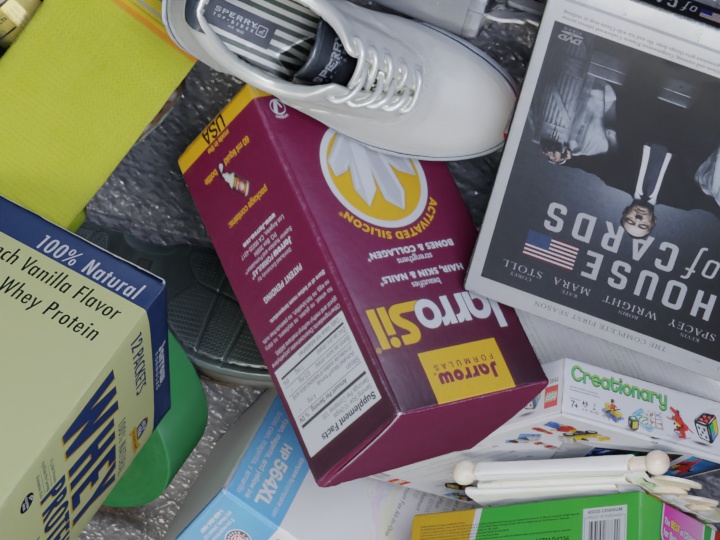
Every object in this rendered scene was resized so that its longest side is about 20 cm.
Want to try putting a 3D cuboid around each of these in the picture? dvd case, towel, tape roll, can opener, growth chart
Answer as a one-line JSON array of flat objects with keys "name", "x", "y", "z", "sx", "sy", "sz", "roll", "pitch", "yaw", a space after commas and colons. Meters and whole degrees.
[{"name": "dvd case", "x": 0.143, "y": -0.046, "z": 1.390, "sx": 0.149, "sy": 0.025, "sz": 0.201, "roll": 20, "pitch": 128, "yaw": 6}, {"name": "towel", "x": -0.137, "y": -0.117, "z": 1.506, "sx": 0.086, "sy": 0.018, "sz": 0.200, "roll": 37, "pitch": 99, "yaw": -9}, {"name": "tape roll", "x": -0.186, "y": 0.057, "z": 1.679, "sx": 0.199, "sy": 0.048, "sz": 0.201, "roll": 24, "pitch": 147, "yaw": 17}, {"name": "can opener", "x": 0.059, "y": -0.156, "z": 1.441, "sx": 0.199, "sy": 0.053, "sz": 0.067, "roll": 22, "pitch": 108, "yaw": 8}, {"name": "growth chart", "x": 0.135, "y": 0.134, "z": 1.594, "sx": 0.144, "sy": 0.018, "sz": 0.200, "roll": -3, "pitch": 162, "yaw": 17}]

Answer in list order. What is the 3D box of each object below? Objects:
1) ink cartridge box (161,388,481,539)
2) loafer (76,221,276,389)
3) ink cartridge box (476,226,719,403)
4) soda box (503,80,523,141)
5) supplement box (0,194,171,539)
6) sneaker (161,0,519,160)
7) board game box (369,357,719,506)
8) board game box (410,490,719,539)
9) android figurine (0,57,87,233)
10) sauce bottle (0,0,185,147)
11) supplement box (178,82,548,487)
[{"name": "ink cartridge box", "x": -0.007, "y": 0.177, "z": 1.716, "sx": 0.199, "sy": 0.126, "sz": 0.129, "roll": 36, "pitch": 136, "yaw": -6}, {"name": "loafer", "x": -0.111, "y": 0.024, "z": 1.683, "sx": 0.199, "sy": 0.072, "sz": 0.063, "roll": 21, "pitch": 156, "yaw": 19}, {"name": "ink cartridge box", "x": 0.131, "y": 0.014, "z": 1.553, "sx": 0.199, "sy": 0.048, "sz": 0.146, "roll": -6, "pitch": 126, "yaw": 36}, {"name": "soda box", "x": 0.177, "y": -0.063, "z": 1.428, "sx": 0.198, "sy": 0.070, "sz": 0.064, "roll": 2, "pitch": 131, "yaw": 18}, {"name": "supplement box", "x": -0.235, "y": 0.070, "z": 1.502, "sx": 0.199, "sy": 0.200, "sz": 0.135, "roll": 27, "pitch": 150, "yaw": 14}, {"name": "sneaker", "x": -0.007, "y": -0.100, "z": 1.431, "sx": 0.199, "sy": 0.071, "sz": 0.074, "roll": 17, "pitch": 101, "yaw": -15}, {"name": "board game box", "x": 0.102, "y": 0.096, "z": 1.575, "sx": 0.126, "sy": 0.035, "sz": 0.200, "roll": 17, "pitch": 158, "yaw": -31}, {"name": "board game box", "x": 0.144, "y": 0.178, "z": 1.630, "sx": 0.152, "sy": 0.041, "sz": 0.200, "roll": -9, "pitch": 157, "yaw": 32}, {"name": "android figurine", "x": -0.229, "y": -0.100, "z": 1.589, "sx": 0.181, "sy": 0.041, "sz": 0.200, "roll": 21, "pitch": 153, "yaw": 41}, {"name": "sauce bottle", "x": -0.183, "y": -0.154, "z": 1.548, "sx": 0.065, "sy": 0.065, "sz": 0.200, "roll": -28, "pitch": 111, "yaw": 42}, {"name": "supplement box", "x": 0.000, "y": 0.000, "z": 1.490, "sx": 0.086, "sy": 0.110, "sz": 0.201, "roll": -43, "pitch": 65, "yaw": 46}]
